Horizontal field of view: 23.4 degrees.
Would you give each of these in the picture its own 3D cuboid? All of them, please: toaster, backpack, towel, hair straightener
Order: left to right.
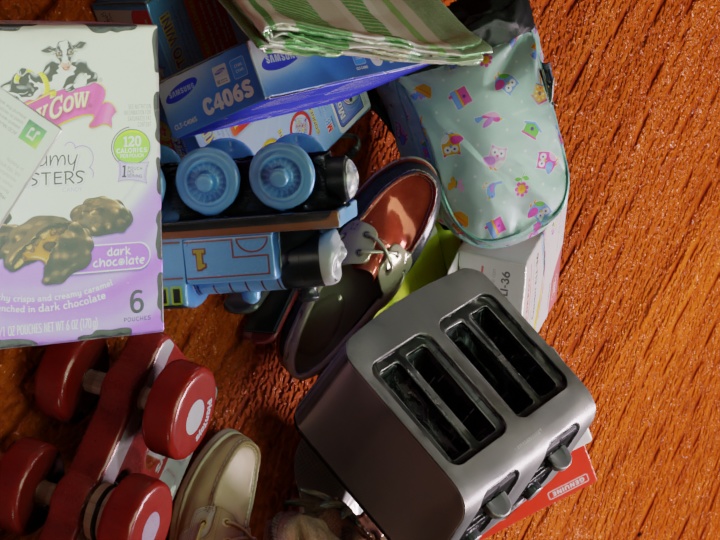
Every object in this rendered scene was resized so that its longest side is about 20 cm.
[{"bbox_3d":[-0.054,-0.041,1.388,0.201,0.041,0.077,-59,137,-27],"label":"hair straightener"},{"bbox_3d":[-0.020,-0.194,1.223,0.199,0.153,0.024,-1,128,-37],"label":"towel"},{"bbox_3d":[0.063,0.111,1.375,0.180,0.200,0.119,-28,161,-41],"label":"toaster"},{"bbox_3d":[0.093,-0.118,1.447,0.127,0.165,0.202,-117,-171,-75],"label":"backpack"}]

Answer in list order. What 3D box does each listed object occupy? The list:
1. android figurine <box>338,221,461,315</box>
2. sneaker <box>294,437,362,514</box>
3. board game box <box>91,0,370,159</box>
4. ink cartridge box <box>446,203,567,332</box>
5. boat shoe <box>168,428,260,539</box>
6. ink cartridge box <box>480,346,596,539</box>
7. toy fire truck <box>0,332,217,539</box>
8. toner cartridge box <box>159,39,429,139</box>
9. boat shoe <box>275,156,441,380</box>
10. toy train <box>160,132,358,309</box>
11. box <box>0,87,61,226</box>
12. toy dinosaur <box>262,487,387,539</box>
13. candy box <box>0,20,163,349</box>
[{"bbox_3d":[0.032,0.014,1.518,0.182,0.041,0.202,-39,126,-44],"label":"android figurine"},{"bbox_3d":[-0.028,0.228,1.443,0.080,0.070,0.202,37,67,-64],"label":"sneaker"},{"bbox_3d":[-0.090,-0.160,1.311,0.196,0.056,0.201,-47,130,-39],"label":"board game box"},{"bbox_3d":[0.129,0.015,1.568,0.200,0.067,0.117,-52,149,-56],"label":"ink cartridge box"},{"bbox_3d":[-0.109,0.221,1.328,0.074,0.069,0.202,36,66,-50],"label":"boat shoe"},{"bbox_3d":[0.113,0.183,1.556,0.199,0.044,0.174,-26,124,-4],"label":"ink cartridge box"},{"bbox_3d":[-0.165,0.143,1.223,0.168,0.111,0.201,60,47,-63],"label":"toy fire truck"},{"bbox_3d":[-0.043,-0.141,1.244,0.199,0.095,0.044,-20,90,-52],"label":"toner cartridge box"},{"bbox_3d":[0.000,0.000,1.382,0.071,0.063,0.201,35,97,-11],"label":"boat shoe"},{"bbox_3d":[-0.097,-0.032,1.210,0.087,0.198,0.115,-50,135,-76],"label":"toy train"},{"bbox_3d":[-0.285,-0.039,0.999,0.144,0.036,0.201,36,79,-26],"label":"box"},{"bbox_3d":[-0.038,0.216,1.318,0.200,0.085,0.137,46,44,-62],"label":"toy dinosaur"},{"bbox_3d":[-0.214,-0.056,1.099,0.166,0.071,0.202,-5,100,-32],"label":"candy box"}]
